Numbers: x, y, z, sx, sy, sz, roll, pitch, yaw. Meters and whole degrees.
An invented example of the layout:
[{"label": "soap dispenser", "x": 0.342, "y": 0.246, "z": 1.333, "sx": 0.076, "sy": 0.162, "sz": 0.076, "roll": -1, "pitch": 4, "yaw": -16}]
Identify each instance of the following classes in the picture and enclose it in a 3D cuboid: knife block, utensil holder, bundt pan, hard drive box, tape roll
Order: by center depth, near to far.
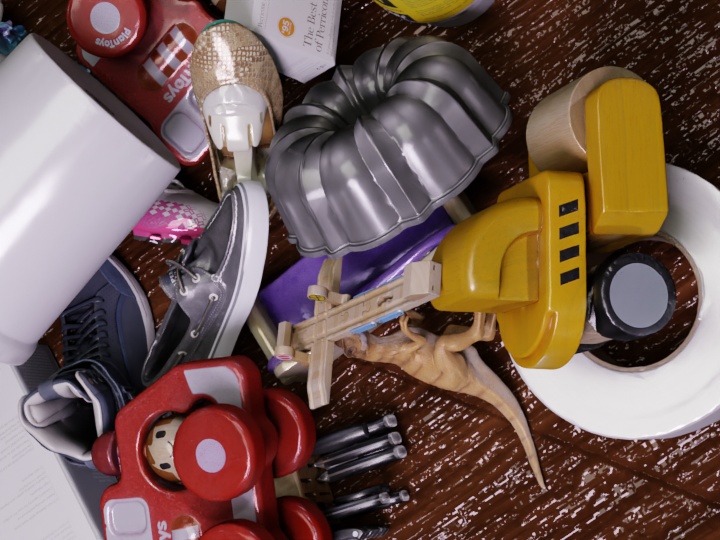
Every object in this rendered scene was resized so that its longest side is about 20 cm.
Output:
[{"label": "tape roll", "x": 0.206, "y": 0.024, "z": 1.272, "sx": 0.200, "sy": 0.071, "sz": 0.205, "roll": -2, "pitch": 84, "yaw": 21}, {"label": "bundt pan", "x": 0.010, "y": -0.103, "z": 1.294, "sx": 0.200, "sy": 0.203, "sz": 0.076, "roll": -29, "pitch": 116, "yaw": 17}, {"label": "utensil holder", "x": -0.261, "y": -0.058, "z": 1.345, "sx": 0.170, "sy": 0.170, "sz": 0.200, "roll": 43, "pitch": 93, "yaw": 19}, {"label": "knife block", "x": -0.067, "y": 0.166, "z": 1.371, "sx": 0.199, "sy": 0.064, "sz": 0.177, "roll": 27, "pitch": 94, "yaw": 22}, {"label": "hard drive box", "x": -0.294, "y": 0.186, "z": 1.452, "sx": 0.155, "sy": 0.077, "sz": 0.201, "roll": -34, "pitch": 73, "yaw": 15}]

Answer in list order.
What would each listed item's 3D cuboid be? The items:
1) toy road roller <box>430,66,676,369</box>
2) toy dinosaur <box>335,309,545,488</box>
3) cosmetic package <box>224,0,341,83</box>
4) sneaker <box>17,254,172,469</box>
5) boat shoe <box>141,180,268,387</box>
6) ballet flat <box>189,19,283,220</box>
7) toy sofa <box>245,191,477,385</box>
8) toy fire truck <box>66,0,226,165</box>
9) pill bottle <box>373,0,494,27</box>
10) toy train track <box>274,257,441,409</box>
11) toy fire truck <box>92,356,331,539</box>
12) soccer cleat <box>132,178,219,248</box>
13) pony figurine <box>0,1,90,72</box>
[{"label": "toy road roller", "x": 0.124, "y": -0.034, "z": 1.177, "sx": 0.144, "sy": 0.123, "sz": 0.203, "roll": 3, "pitch": 81, "yaw": -17}, {"label": "toy dinosaur", "x": 0.074, "y": 0.070, "z": 1.317, "sx": 0.198, "sy": 0.060, "sz": 0.107, "roll": 27, "pitch": 96, "yaw": -12}, {"label": "cosmetic package", "x": -0.054, "y": -0.258, "z": 1.365, "sx": 0.050, "sy": 0.082, "sz": 0.203, "roll": -21, "pitch": 58, "yaw": 53}, {"label": "sneaker", "x": -0.225, "y": 0.066, "z": 1.400, "sx": 0.076, "sy": 0.146, "sz": 0.204, "roll": -27, "pitch": 75, "yaw": 19}, {"label": "boat shoe", "x": -0.126, "y": 0.016, "z": 1.344, "sx": 0.070, "sy": 0.066, "sz": 0.201, "roll": -113, "pitch": 37, "yaw": -45}, {"label": "ballet flat", "x": -0.089, "y": -0.104, "z": 1.340, "sx": 0.070, "sy": 0.201, "sz": 0.066, "roll": -8, "pitch": 53, "yaw": 3}, {"label": "toy sofa", "x": 0.000, "y": 0.000, "z": 1.342, "sx": 0.199, "sy": 0.097, "sz": 0.083, "roll": -37, "pitch": 73, "yaw": 15}, {"label": "toy fire truck", "x": -0.133, "y": -0.210, "z": 1.422, "sx": 0.168, "sy": 0.112, "sz": 0.200, "roll": 42, "pitch": 100, "yaw": -7}, {"label": "pill bottle", "x": 0.039, "y": -0.250, "z": 1.295, "sx": 0.113, "sy": 0.200, "sz": 0.116, "roll": -2, "pitch": 83, "yaw": 21}, {"label": "toy train track", "x": -0.013, "y": 0.028, "z": 1.221, "sx": 0.199, "sy": 0.032, "sz": 0.116, "roll": -25, "pitch": 55, "yaw": 53}, {"label": "toy fire truck", "x": -0.123, "y": 0.170, "z": 1.282, "sx": 0.166, "sy": 0.112, "sz": 0.203, "roll": -8, "pitch": 91, "yaw": 23}, {"label": "soccer cleat", "x": -0.188, "y": -0.068, "z": 1.438, "sx": 0.198, "sy": 0.070, "sz": 0.088, "roll": 7, "pitch": 88, "yaw": 22}, {"label": "pony figurine", "x": -0.336, "y": -0.158, "z": 1.460, "sx": 0.191, "sy": 0.199, "sz": 0.169, "roll": 8, "pitch": 95, "yaw": 37}]
